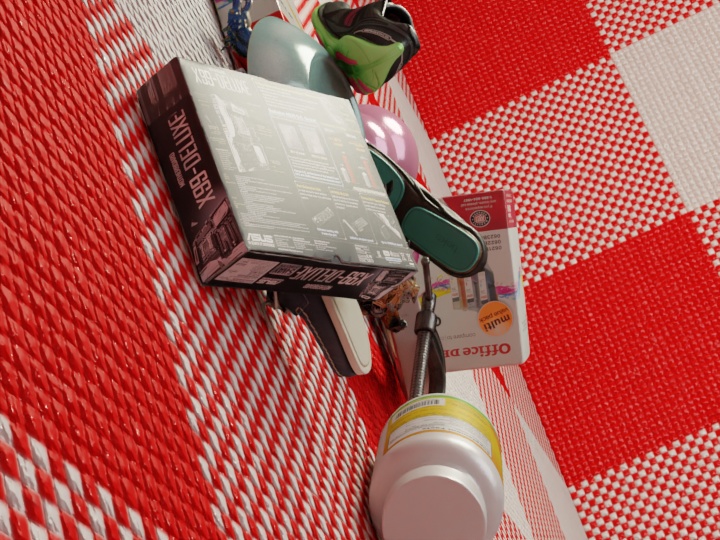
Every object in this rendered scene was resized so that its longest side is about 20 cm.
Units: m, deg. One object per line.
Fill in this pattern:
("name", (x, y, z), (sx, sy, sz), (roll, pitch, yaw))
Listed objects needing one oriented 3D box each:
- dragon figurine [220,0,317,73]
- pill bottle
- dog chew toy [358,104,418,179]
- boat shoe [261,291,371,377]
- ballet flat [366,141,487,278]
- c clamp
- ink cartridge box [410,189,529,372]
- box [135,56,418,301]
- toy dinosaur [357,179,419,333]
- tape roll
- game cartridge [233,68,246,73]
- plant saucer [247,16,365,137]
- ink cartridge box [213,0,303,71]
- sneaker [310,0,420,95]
("dragon figurine", (-0.084, -0.164, 1.524), (0.059, 0.098, 0.203), (2, 82, -85))
("pill bottle", (0.063, 0.179, 1.308), (0.200, 0.110, 0.112), (-68, 133, -79))
("dog chew toy", (-0.009, -0.116, 1.699), (0.126, 0.124, 0.200), (66, 15, 2))
("boat shoe", (-0.055, -0.003, 1.237), (0.202, 0.061, 0.075), (63, 10, -3))
("ballet flat", (0.044, -0.061, 1.594), (0.200, 0.068, 0.068), (41, 11, 8))
("c clamp", (0.057, 0.116, 1.521), (0.171, 0.027, 0.202), (69, 25, -59))
("ink cartridge box", (0.115, 0.015, 1.841), (0.145, 0.144, 0.203), (-11, 94, -81))
("box", (-0.058, -0.063, 1.155), (0.199, 0.050, 0.159), (6, 56, -52))
("toy dinosaur", (0.000, 0.000, 1.526), (0.199, 0.102, 0.137), (-22, -88, 55))
("tape roll", (0.039, 0.039, 1.677), (0.203, 0.037, 0.205), (165, -90, -87))
("game cartridge", (-0.084, -0.081, 1.378), (0.201, 0.040, 0.134), (-106, 172, -48))
("plant saucer", (-0.036, -0.136, 1.413), (0.201, 0.038, 0.203), (50, 31, -45))
("ink cartridge box", (-0.102, -0.256, 1.653), (0.116, 0.067, 0.202), (52, 16, -59))
("sneaker", (0.009, -0.218, 1.501), (0.077, 0.083, 0.200), (64, -5, -26))
